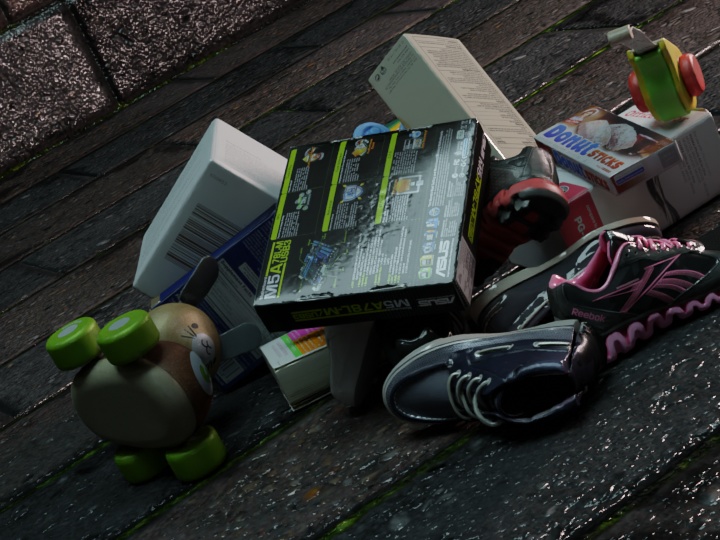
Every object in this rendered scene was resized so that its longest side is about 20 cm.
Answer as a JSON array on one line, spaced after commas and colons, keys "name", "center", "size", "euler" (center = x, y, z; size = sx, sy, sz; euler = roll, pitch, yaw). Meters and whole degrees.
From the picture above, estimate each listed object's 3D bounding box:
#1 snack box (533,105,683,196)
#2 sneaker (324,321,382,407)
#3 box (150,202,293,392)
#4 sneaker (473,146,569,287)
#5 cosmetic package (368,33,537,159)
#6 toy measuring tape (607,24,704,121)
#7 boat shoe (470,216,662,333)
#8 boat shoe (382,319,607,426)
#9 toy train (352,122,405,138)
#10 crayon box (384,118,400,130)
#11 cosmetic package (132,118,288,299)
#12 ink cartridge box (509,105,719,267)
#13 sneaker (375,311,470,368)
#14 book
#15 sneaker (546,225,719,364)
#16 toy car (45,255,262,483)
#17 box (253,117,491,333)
[{"name": "snack box", "center": [0.232, -0.116, 1.710], "size": [0.072, 0.024, 0.200], "euler": [-29, 20, -6]}, {"name": "sneaker", "center": [-0.032, 0.030, 1.697], "size": [0.115, 0.074, 0.200], "euler": [7, 65, 9]}, {"name": "box", "center": [-0.100, 0.019, 1.846], "size": [0.200, 0.121, 0.032], "euler": [-37, 16, 7]}, {"name": "sneaker", "center": [0.116, -0.050, 1.692], "size": [0.200, 0.071, 0.098], "euler": [-35, 39, 40]}, {"name": "cosmetic package", "center": [0.109, -0.153, 1.882], "size": [0.105, 0.200, 0.071], "euler": [-1, -41, -49]}, {"name": "toy measuring tape", "center": [0.279, -0.181, 1.698], "size": [0.074, 0.074, 0.200], "euler": [-19, -11, 22]}, {"name": "boat shoe", "center": [0.198, 0.017, 1.636], "size": [0.200, 0.073, 0.063], "euler": [-26, 59, -16]}, {"name": "boat shoe", "center": [0.099, 0.095, 1.483], "size": [0.200, 0.075, 0.093], "euler": [-19, 13, 23]}, {"name": "toy train", "center": [0.070, -0.106, 1.956], "size": [0.200, 0.087, 0.114], "euler": [-8, 53, -18]}, {"name": "crayon box", "center": [0.092, -0.159, 2.259], "size": [0.119, 0.058, 0.200], "euler": [-28, 17, -7]}, {"name": "cosmetic package", "center": [-0.131, -0.038, 1.949], "size": [0.167, 0.166, 0.200], "euler": [-58, 12, 13]}, {"name": "ink cartridge box", "center": [0.245, -0.080, 1.769], "size": [0.200, 0.083, 0.145], "euler": [-31, 18, -16]}, {"name": "sneaker", "center": [0.055, 0.049, 1.629], "size": [0.074, 0.088, 0.200], "euler": [-20, 26, 7]}, {"name": "book", "center": [0.002, 0.058, 1.788], "size": [0.200, 0.048, 0.134], "euler": [-26, 16, -5]}, {"name": "sneaker", "center": [0.243, 0.000, 1.527], "size": [0.200, 0.095, 0.079], "euler": [-29, 16, -14]}, {"name": "toy car", "center": [-0.172, 0.082, 1.747], "size": [0.158, 0.164, 0.200], "euler": [-8, 27, 44]}, {"name": "box", "center": [0.013, -0.042, 1.628], "size": [0.193, 0.048, 0.200], "euler": [-9, 47, 22]}]
